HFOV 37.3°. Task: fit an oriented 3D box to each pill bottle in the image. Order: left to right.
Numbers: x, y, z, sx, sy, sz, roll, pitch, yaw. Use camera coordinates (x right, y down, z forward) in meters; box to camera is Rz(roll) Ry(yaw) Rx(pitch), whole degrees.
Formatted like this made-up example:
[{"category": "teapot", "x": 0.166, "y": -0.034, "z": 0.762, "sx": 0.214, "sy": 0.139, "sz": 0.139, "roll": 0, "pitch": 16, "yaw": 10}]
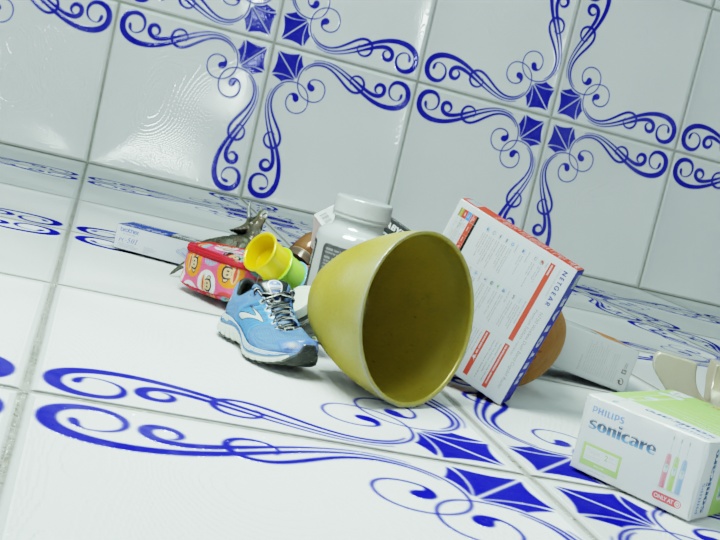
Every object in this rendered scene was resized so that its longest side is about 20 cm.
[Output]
[{"category": "pill bottle", "x": -0.018, "y": -0.001, "z": 1.486, "sx": 0.109, "sy": 0.203, "sz": 0.111, "roll": 14, "pitch": 8, "yaw": -2}]

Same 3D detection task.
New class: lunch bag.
[{"category": "lunch bag", "x": -0.170, "y": 0.011, "z": 1.624, "sx": 0.198, "sy": 0.083, "sz": 0.175, "roll": 11, "pitch": 4, "yaw": -45}]

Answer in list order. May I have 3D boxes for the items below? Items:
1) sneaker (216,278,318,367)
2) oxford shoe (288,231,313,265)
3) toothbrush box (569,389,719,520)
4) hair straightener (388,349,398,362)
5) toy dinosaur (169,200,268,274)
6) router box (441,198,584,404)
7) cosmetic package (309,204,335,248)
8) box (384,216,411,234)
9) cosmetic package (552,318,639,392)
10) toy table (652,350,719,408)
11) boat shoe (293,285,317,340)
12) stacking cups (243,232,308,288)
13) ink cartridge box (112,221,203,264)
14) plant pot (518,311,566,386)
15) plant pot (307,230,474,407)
[{"category": "sneaker", "x": -0.112, "y": 0.058, "z": 1.295, "sx": 0.078, "sy": 0.091, "sz": 0.199, "roll": 8, "pitch": 11, "yaw": -36}, {"category": "oxford shoe", "x": -0.098, "y": -0.014, "z": 1.768, "sx": 0.071, "sy": 0.072, "sz": 0.200, "roll": 40, "pitch": -23, "yaw": -7}, {"category": "toothbrush box", "x": 0.344, "y": 0.193, "z": 1.151, "sx": 0.145, "sy": 0.087, "sz": 0.198, "roll": 20, "pitch": 9, "yaw": 41}, {"category": "hair straightener", "x": 0.053, "y": 0.109, "z": 1.419, "sx": 0.076, "sy": 0.042, "sz": 0.199, "roll": 18, "pitch": 8, "yaw": 27}, {"category": "toy dinosaur", "x": -0.226, "y": -0.025, "z": 1.755, "sx": 0.198, "sy": 0.078, "sz": 0.102, "roll": -27, "pitch": 45, "yaw": -19}, {"category": "router box", "x": 0.161, "y": 0.039, "z": 1.378, "sx": 0.178, "sy": 0.202, "sz": 0.049, "roll": 34, "pitch": 14, "yaw": 19}, {"category": "cosmetic package", "x": 0.000, "y": 0.000, "z": 1.610, "sx": 0.050, "sy": 0.083, "sz": 0.201, "roll": -27, "pitch": 64, "yaw": -26}, {"category": "box", "x": 0.095, "y": -0.023, "z": 1.671, "sx": 0.199, "sy": 0.046, "sz": 0.159, "roll": 35, "pitch": 2, "yaw": 9}, {"category": "cosmetic package", "x": 0.323, "y": 0.116, "z": 1.676, "sx": 0.197, "sy": 0.072, "sz": 0.101, "roll": 20, "pitch": 5, "yaw": -11}, {"category": "toy table", "x": 0.434, "y": 0.180, "z": 1.311, "sx": 0.197, "sy": 0.119, "sz": 0.184, "roll": 14, "pitch": 7, "yaw": -3}, {"category": "boat shoe", "x": -0.103, "y": 0.059, "z": 1.432, "sx": 0.061, "sy": 0.072, "sz": 0.201, "roll": 53, "pitch": -23, "yaw": -21}, {"category": "stacking cups", "x": -0.090, "y": 0.023, "z": 1.546, "sx": 0.060, "sy": 0.061, "sz": 0.200, "roll": 20, "pitch": -17, "yaw": 43}, {"category": "ink cartridge box", "x": -0.318, "y": -0.039, "z": 1.846, "sx": 0.197, "sy": 0.045, "sz": 0.094, "roll": 14, "pitch": 5, "yaw": 3}, {"category": "plant pot", "x": 0.196, "y": 0.067, "z": 1.494, "sx": 0.197, "sy": 0.202, "sz": 0.140, "roll": 10, "pitch": 23, "yaw": -28}, {"category": "plant pot", "x": 0.019, "y": 0.048, "z": 1.260, "sx": 0.141, "sy": 0.203, "sz": 0.198, "roll": 9, "pitch": 2, "yaw": 44}]
